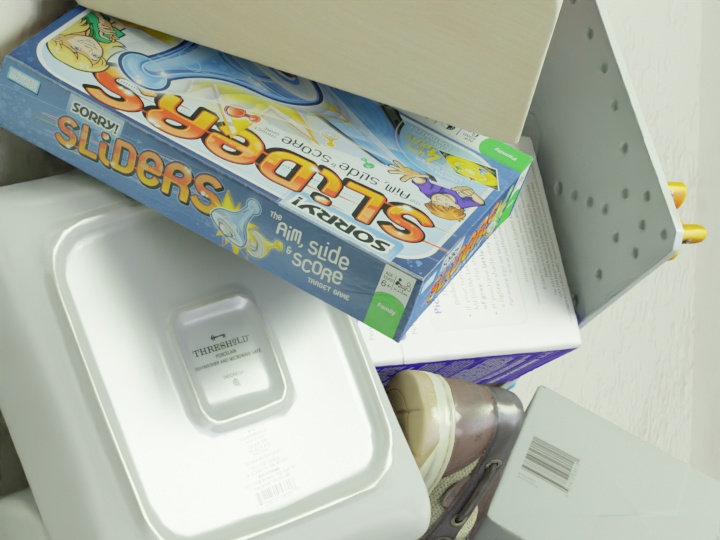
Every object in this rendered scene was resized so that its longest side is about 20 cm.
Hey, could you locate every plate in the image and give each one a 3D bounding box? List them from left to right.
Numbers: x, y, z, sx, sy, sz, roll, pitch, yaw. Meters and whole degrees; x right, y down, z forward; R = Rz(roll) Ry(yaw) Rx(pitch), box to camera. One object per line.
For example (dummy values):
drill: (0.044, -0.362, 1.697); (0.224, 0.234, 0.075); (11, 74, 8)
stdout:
plate: (-0.063, 0.041, 1.174); (0.199, 0.032, 0.201); (-17, 84, -44)

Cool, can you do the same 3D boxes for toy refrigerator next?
toy refrigerator: (-0.013, -0.130, 1.196); (0.070, 0.199, 0.076); (-67, 174, -56)

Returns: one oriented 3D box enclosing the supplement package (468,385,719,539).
supplement package: (0.102, 0.203, 1.482); (0.201, 0.150, 0.152); (-62, 178, 28)

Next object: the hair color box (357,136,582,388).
hair color box: (0.000, 0.000, 1.306); (0.199, 0.065, 0.110); (-3, 73, -38)

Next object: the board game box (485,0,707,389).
board game box: (0.077, -0.054, 1.396); (0.026, 0.200, 0.201); (1, 62, -35)

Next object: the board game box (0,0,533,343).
board game box: (-0.040, -0.055, 1.190); (0.135, 0.199, 0.035); (-47, 162, -56)

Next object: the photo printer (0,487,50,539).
photo printer: (-0.068, 0.153, 1.227); (0.199, 0.069, 0.168); (-17, 110, -42)

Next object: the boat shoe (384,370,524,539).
boat shoe: (0.025, 0.112, 1.334); (0.200, 0.064, 0.072); (115, -25, -53)
